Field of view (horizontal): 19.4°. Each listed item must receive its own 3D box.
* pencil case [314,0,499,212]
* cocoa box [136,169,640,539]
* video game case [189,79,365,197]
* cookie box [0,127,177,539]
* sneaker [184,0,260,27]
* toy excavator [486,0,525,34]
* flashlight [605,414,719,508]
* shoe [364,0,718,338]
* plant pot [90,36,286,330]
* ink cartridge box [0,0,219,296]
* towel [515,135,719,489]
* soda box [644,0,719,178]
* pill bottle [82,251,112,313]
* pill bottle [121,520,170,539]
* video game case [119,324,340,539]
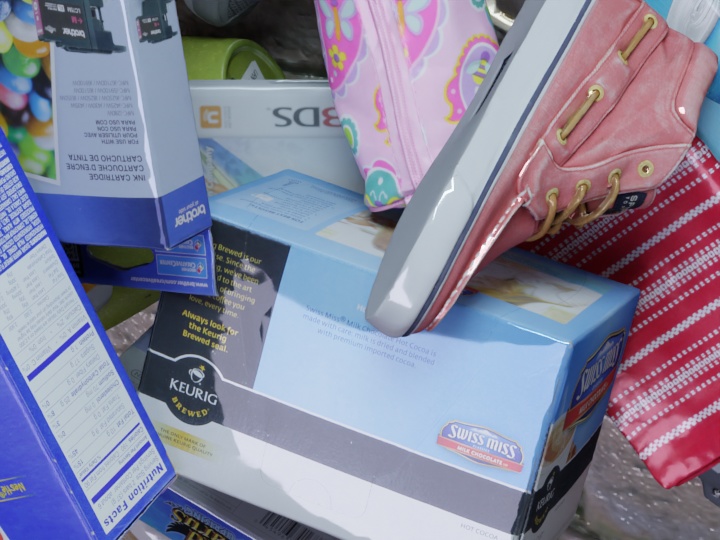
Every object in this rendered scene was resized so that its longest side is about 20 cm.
[{"bbox_3d":[0.015,-0.129,0.984,0.087,0.087,0.200,-7,104,38],"label":"pencil case"},{"bbox_3d":[0.012,0.047,1.012,0.200,0.133,0.131,19,107,17],"label":"cocoa box"},{"bbox_3d":[0.000,0.000,1.101,0.182,0.022,0.200,0,105,8],"label":"video game case"},{"bbox_3d":[-0.204,0.041,0.981,0.171,0.075,0.200,-12,110,36],"label":"cookie box"},{"bbox_3d":[-0.020,-0.175,1.074,0.082,0.075,0.200,49,134,-3],"label":"sneaker"},{"bbox_3d":[0.089,-0.198,0.955,0.100,0.194,0.200,31,106,12],"label":"toy excavator"},{"bbox_3d":[0.163,0.061,1.132,0.200,0.068,0.068,33,159,6],"label":"flashlight"},{"bbox_3d":[0.084,-0.041,0.927,0.091,0.200,0.071,32,160,-8],"label":"shoe"},{"bbox_3d":[-0.138,-0.056,1.187,0.200,0.187,0.187,-16,111,25],"label":"plant pot"},{"bbox_3d":[-0.132,-0.080,0.944,0.119,0.042,0.200,5,115,33],"label":"ink cartridge box"},{"bbox_3d":[0.138,0.005,1.035,0.200,0.022,0.145,49,128,-6],"label":"towel"},{"bbox_3d":[0.199,-0.078,1.002,0.200,0.064,0.068,45,135,-2],"label":"soda box"},{"bbox_3d":[-0.226,-0.037,1.067,0.112,0.112,0.200,-27,103,43],"label":"pill bottle"},{"bbox_3d":[-0.131,0.199,1.395,0.111,0.111,0.200,35,134,9],"label":"pill bottle"},{"bbox_3d":[-0.045,0.095,1.213,0.200,0.181,0.045,29,134,14],"label":"video game case"}]
